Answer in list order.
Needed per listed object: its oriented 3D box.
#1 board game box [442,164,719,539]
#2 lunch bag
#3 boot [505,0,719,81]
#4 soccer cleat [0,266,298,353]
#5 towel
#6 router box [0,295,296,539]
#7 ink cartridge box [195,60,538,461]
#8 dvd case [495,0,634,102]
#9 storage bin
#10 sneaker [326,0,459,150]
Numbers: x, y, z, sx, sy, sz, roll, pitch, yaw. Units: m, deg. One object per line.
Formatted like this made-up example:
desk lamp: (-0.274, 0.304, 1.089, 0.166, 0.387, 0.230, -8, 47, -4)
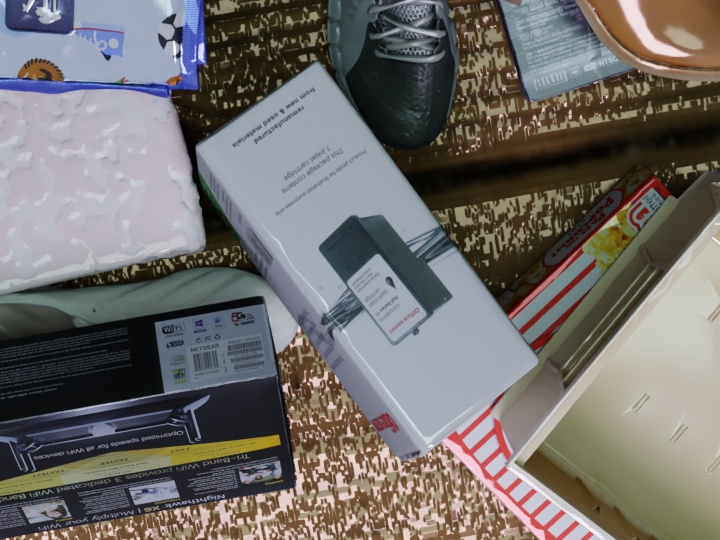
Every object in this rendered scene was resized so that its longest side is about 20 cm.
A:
board game box: (0.148, 0.060, 1.179, 0.200, 0.046, 0.151, -44, 102, 6)
lunch bag: (-0.161, -0.191, 1.027, 0.169, 0.124, 0.201, 3, 77, -3)
boot: (0.161, -0.196, 1.062, 0.200, 0.077, 0.155, 25, 135, 1)
soccer cleat: (-0.134, 0.036, 1.133, 0.199, 0.078, 0.070, 0, 103, -5)
towel: (-0.198, -0.087, 1.101, 0.190, 0.032, 0.201, -14, 88, -1)
router box: (-0.141, 0.088, 1.108, 0.199, 0.157, 0.052, -9, 61, -3)
ink cartridge box: (0.000, 0.000, 1.075, 0.083, 0.147, 0.200, -36, 88, -7)
dvd case: (0.138, -0.214, 1.132, 0.148, 0.016, 0.200, -18, 104, 0)
storage bin: (0.213, 0.081, 1.117, 0.200, 0.094, 0.199, 38, 97, -12)
sneaker: (0.018, -0.158, 1.083, 0.075, 0.116, 0.201, -8, 103, -3)
